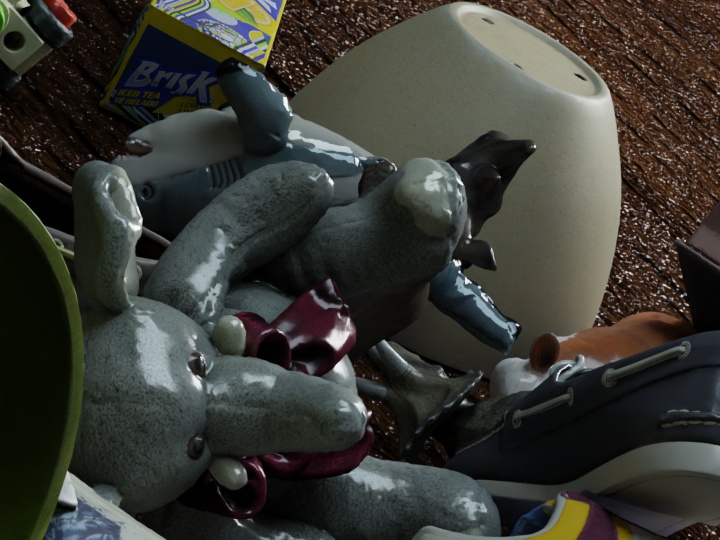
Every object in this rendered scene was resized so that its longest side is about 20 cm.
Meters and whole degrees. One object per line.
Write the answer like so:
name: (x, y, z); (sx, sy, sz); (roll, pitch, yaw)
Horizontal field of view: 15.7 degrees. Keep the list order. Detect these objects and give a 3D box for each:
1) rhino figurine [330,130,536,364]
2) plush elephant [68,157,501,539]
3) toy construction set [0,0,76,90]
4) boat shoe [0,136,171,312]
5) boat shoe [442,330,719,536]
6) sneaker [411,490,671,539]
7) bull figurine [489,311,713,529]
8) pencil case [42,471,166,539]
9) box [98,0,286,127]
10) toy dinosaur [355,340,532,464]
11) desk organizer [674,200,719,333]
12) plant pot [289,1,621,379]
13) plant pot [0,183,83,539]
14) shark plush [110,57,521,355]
rhino figurine: (0.000, 0.000, 1.056); (0.060, 0.200, 0.087); (49, 35, -11)
plush elephant: (-0.051, 0.043, 0.924); (0.200, 0.165, 0.155); (2, 5, 5)
toy construction set: (-0.205, -0.153, 1.261); (0.131, 0.092, 0.200); (49, 21, -23)
boat shoe: (-0.162, -0.032, 1.079); (0.200, 0.060, 0.072); (34, 21, 11)
boat shoe: (0.094, 0.065, 0.992); (0.073, 0.063, 0.200); (19, -18, -23)
sneaker: (0.102, 0.117, 0.944); (0.200, 0.075, 0.090); (6, 36, -49)
bull figurine: (0.137, 0.066, 1.250); (0.121, 0.065, 0.200); (38, 22, 12)
pencil case: (-0.057, 0.124, 0.816); (0.200, 0.089, 0.078); (30, 23, -1)
box: (-0.084, -0.129, 1.408); (0.070, 0.064, 0.200); (27, 20, -7)
toy dinosaur: (0.086, 0.074, 1.096); (0.200, 0.077, 0.102); (6, -6, 41)
desk organizer: (0.217, 0.016, 1.312); (0.072, 0.077, 0.200); (35, -12, 23)
plant pot: (0.054, -0.056, 1.321); (0.200, 0.135, 0.200); (26, 20, -10)
plant pot: (-0.215, 0.024, 0.727); (0.193, 0.201, 0.200); (29, 17, 34)
shark plush: (-0.020, -0.016, 1.218); (0.200, 0.083, 0.091); (32, -13, -10)
